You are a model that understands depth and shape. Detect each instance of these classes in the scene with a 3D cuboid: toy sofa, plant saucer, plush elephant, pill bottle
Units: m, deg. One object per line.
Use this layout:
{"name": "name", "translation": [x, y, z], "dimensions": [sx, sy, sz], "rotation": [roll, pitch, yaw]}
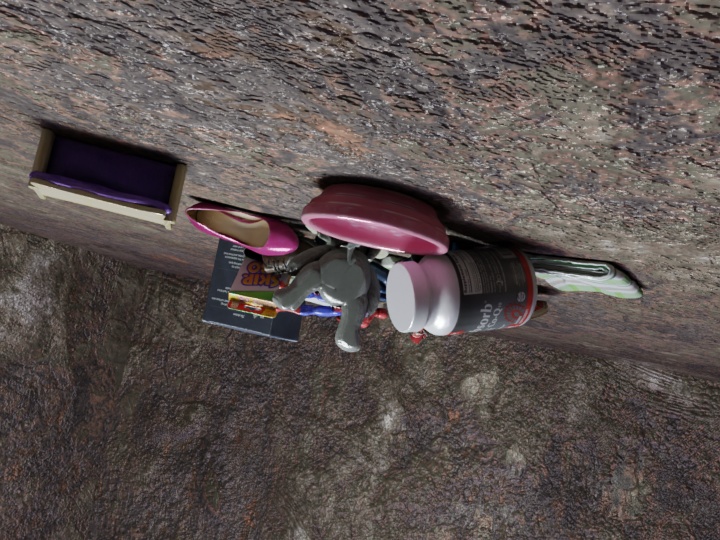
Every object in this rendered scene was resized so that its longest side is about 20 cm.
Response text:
{"name": "toy sofa", "translation": [-0.340, -0.125, 1.040], "dimensions": [0.195, 0.085, 0.098], "rotation": [13, 169, -11]}
{"name": "plant saucer", "translation": [0.022, -0.067, 0.994], "dimensions": [0.195, 0.052, 0.201], "rotation": [12, 175, 1]}
{"name": "plush elephant", "translation": [-0.034, -0.005, 1.250], "dimensions": [0.162, 0.204, 0.155], "rotation": [25, -165, -4]}
{"name": "pill bottle", "translation": [0.142, 0.030, 1.085], "dimensions": [0.195, 0.119, 0.115], "rotation": [-5, 180, -23]}

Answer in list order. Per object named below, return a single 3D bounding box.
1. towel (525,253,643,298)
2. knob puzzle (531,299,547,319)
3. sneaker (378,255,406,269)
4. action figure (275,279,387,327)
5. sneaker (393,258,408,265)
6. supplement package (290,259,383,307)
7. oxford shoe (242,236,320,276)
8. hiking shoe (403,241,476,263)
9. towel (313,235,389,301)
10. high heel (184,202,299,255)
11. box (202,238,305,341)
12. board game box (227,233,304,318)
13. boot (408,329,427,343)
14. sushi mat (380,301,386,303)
{"name": "towel", "translation": [0.346, 0.016, 1.186], "dimensions": [0.146, 0.032, 0.198], "rotation": [9, 173, 35]}
{"name": "knob puzzle", "translation": [0.284, 0.064, 1.514], "dimensions": [0.213, 0.031, 0.220], "rotation": [-1, -171, 0]}
{"name": "sneaker", "translation": [0.125, 0.034, 1.499], "dimensions": [0.194, 0.091, 0.077], "rotation": [12, 174, 1]}
{"name": "action figure", "translation": [-0.049, 0.058, 1.358], "dimensions": [0.194, 0.067, 0.099], "rotation": [10, -176, -4]}
{"name": "sneaker", "translation": [0.149, 0.025, 1.350], "dimensions": [0.195, 0.084, 0.077], "rotation": [10, -171, 19]}
{"name": "supplement package", "translation": [-0.060, 0.015, 1.585], "dimensions": [0.153, 0.114, 0.198], "rotation": [7, 172, 44]}
{"name": "oxford shoe", "translation": [-0.128, -0.018, 1.369], "dimensions": [0.196, 0.085, 0.073], "rotation": [17, 147, 31]}
{"name": "hiking shoe", "translation": [0.109, -0.017, 1.231], "dimensions": [0.085, 0.076, 0.198], "rotation": [23, 159, -27]}
{"name": "towel", "translation": [0.000, 0.000, 1.391], "dimensions": [0.198, 0.049, 0.111], "rotation": [30, -173, 38]}
{"name": "high heel", "translation": [-0.204, -0.073, 1.314], "dimensions": [0.196, 0.069, 0.096], "rotation": [24, -172, 20]}
{"name": "box", "translation": [-0.223, 0.036, 1.682], "dimensions": [0.193, 0.206, 0.117], "rotation": [9, 174, 31]}
{"name": "board game box", "translation": [-0.173, 0.000, 1.413], "dimensions": [0.093, 0.203, 0.030], "rotation": [11, 138, 6]}
{"name": "boot", "translation": [0.168, 0.093, 1.680], "dimensions": [0.071, 0.148, 0.198], "rotation": [18, 170, -35]}
{"name": "sushi mat", "translation": [0.029, 0.026, 1.517], "dimensions": [0.197, 0.097, 0.012], "rotation": [1, 142, -48]}
